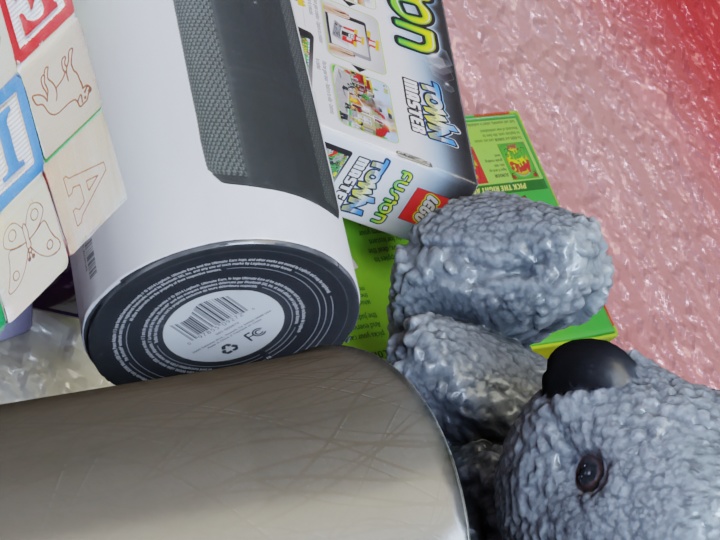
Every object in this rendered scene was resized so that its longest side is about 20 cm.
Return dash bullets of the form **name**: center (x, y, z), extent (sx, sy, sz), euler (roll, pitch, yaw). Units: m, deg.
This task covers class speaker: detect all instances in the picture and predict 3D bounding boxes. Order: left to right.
- **speaker**: center (-0.057, -0.064, 0.843), extent (0.081, 0.081, 0.201), euler (17, 46, -36)

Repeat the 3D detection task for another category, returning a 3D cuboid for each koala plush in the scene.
- **koala plush**: center (0.074, 0.083, 0.888), extent (0.177, 0.200, 0.184), euler (-32, 110, -38)

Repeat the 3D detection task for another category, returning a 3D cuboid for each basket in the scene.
- **basket**: center (-0.097, 0.100, 0.735), extent (0.199, 0.180, 0.136), euler (-2, 54, -33)

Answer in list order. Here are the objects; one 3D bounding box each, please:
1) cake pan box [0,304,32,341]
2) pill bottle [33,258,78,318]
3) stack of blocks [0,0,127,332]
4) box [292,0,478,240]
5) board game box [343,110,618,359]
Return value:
- **cake pan box**: center (-0.159, -0.057, 0.746), extent (0.200, 0.052, 0.185), euler (-16, 110, -59)
- **pill bottle**: center (-0.141, -0.052, 0.908), extent (0.200, 0.111, 0.112), euler (13, 54, -38)
- **stack of blocks**: center (-0.143, -0.014, 0.673), extent (0.200, 0.058, 0.115), euler (-49, 138, -43)
- **box**: center (-0.021, -0.099, 1.066), extent (0.110, 0.035, 0.200), euler (20, 35, -21)
- **board game box**: center (0.000, 0.000, 1.058), extent (0.200, 0.048, 0.102), euler (-8, 69, -46)
